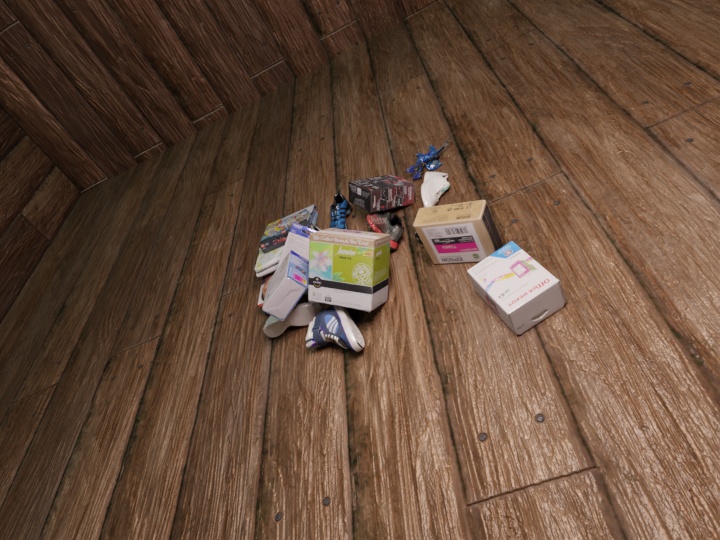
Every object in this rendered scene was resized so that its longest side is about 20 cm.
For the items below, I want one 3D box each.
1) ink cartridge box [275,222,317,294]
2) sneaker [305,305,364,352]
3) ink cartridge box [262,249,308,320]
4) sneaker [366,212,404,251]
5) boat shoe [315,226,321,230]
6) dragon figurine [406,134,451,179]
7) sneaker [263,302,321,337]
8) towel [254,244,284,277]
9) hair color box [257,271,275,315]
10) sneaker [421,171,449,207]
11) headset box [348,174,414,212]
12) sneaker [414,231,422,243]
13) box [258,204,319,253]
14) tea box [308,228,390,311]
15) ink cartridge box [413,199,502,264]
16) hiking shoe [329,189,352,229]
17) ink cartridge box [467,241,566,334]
[{"bbox_3d":[-0.192,-0.038,1.703,0.118,0.042,0.203,19,93,4],"label":"ink cartridge box"},{"bbox_3d":[-0.081,0.189,1.485,0.146,0.081,0.201,-39,39,6],"label":"sneaker"},{"bbox_3d":[-0.216,0.034,1.583,0.137,0.076,0.201,-51,20,20],"label":"ink cartridge box"},{"bbox_3d":[0.083,-0.149,1.721,0.099,0.070,0.201,-56,34,17],"label":"sneaker"},{"bbox_3d":[-0.143,-0.097,1.854,0.071,0.066,0.201,-29,37,4],"label":"boat shoe"},{"bbox_3d":[0.251,-0.395,1.901,0.198,0.059,0.100,-27,37,10],"label":"dragon figurine"},{"bbox_3d":[-0.208,0.127,1.635,0.198,0.076,0.089,-22,34,18],"label":"sneaker"},{"bbox_3d":[-0.265,-0.066,1.822,0.198,0.048,0.172,-25,31,13],"label":"towel"},{"bbox_3d":[-0.277,0.047,1.797,0.100,0.062,0.202,-22,39,15],"label":"hair color box"},{"bbox_3d":[0.248,-0.264,1.754,0.087,0.076,0.202,-3,43,17],"label":"sneaker"},{"bbox_3d":[0.079,-0.265,1.817,0.198,0.076,0.148,-16,28,-29],"label":"headset box"},{"bbox_3d":[0.262,-0.151,1.604,0.198,0.076,0.116,-7,46,35],"label":"sneaker"},{"bbox_3d":[-0.242,-0.143,1.829,0.197,0.038,0.137,-21,31,19],"label":"box"},{"bbox_3d":[-0.031,-0.008,1.500,0.197,0.200,0.133,7,12,23],"label":"tea box"},{"bbox_3d":[0.267,-0.100,1.467,0.197,0.165,0.076,-4,47,34],"label":"ink cartridge box"},{"bbox_3d":[-0.086,-0.191,1.900,0.073,0.087,0.202,-15,40,22],"label":"hiking shoe"},{"bbox_3d":[0.374,0.039,1.299,0.143,0.085,0.201,-33,38,0],"label":"ink cartridge box"}]
